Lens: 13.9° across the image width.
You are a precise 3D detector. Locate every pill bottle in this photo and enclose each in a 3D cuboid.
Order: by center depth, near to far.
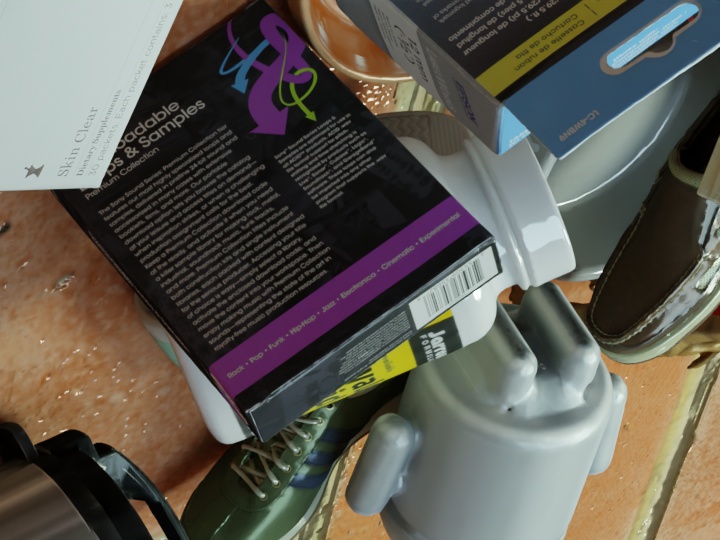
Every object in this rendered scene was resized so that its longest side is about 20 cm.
[{"bbox_3d":[0.000,0.000,1.468,0.200,0.111,0.111,-23,145,-1],"label":"pill bottle"}]

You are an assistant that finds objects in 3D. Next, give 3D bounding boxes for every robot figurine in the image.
[{"bbox_3d":[0.074,0.099,1.659,0.169,0.113,0.200,-5,135,-24],"label":"robot figurine"}]

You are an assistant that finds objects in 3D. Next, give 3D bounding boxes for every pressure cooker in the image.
[{"bbox_3d":[-0.173,0.191,1.544,0.200,0.179,0.176,-26,140,-23],"label":"pressure cooker"}]

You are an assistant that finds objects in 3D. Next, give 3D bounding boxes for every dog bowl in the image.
[{"bbox_3d":[0.147,-0.078,1.685,0.200,0.059,0.200,-28,145,-22],"label":"dog bowl"}]

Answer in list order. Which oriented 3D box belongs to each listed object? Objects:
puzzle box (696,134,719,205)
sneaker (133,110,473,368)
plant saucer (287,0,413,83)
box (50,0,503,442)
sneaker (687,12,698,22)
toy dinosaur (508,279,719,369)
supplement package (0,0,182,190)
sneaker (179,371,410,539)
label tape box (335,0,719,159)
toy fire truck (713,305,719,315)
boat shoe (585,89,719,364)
[{"bbox_3d":[0.250,-0.117,1.582,0.133,0.025,0.200,20,93,-61],"label":"puzzle box"},{"bbox_3d":[-0.015,-0.002,1.585,0.200,0.074,0.118,-31,140,0],"label":"sneaker"},{"bbox_3d":[0.045,-0.184,1.486,0.200,0.032,0.200,-27,143,-23],"label":"plant saucer"},{"bbox_3d":[-0.047,-0.028,1.410,0.143,0.200,0.036,-35,147,-11],"label":"box"},{"bbox_3d":[0.195,-0.223,1.565,0.071,0.098,0.201,11,97,-37],"label":"sneaker"},{"bbox_3d":[0.185,0.033,1.734,0.106,0.200,0.061,-6,98,-62],"label":"toy dinosaur"},{"bbox_3d":[-0.151,-0.155,1.200,0.111,0.156,0.200,-4,131,-43],"label":"supplement package"},{"bbox_3d":[-0.035,0.080,1.665,0.200,0.067,0.090,-44,150,-11],"label":"sneaker"},{"bbox_3d":[0.091,-0.127,1.337,0.143,0.200,0.066,-36,143,-11],"label":"label tape box"},{"bbox_3d":[0.262,0.039,1.860,0.049,0.141,0.200,-47,146,6],"label":"toy fire truck"},{"bbox_3d":[0.187,-0.042,1.657,0.202,0.075,0.075,-54,141,-2],"label":"boat shoe"}]
